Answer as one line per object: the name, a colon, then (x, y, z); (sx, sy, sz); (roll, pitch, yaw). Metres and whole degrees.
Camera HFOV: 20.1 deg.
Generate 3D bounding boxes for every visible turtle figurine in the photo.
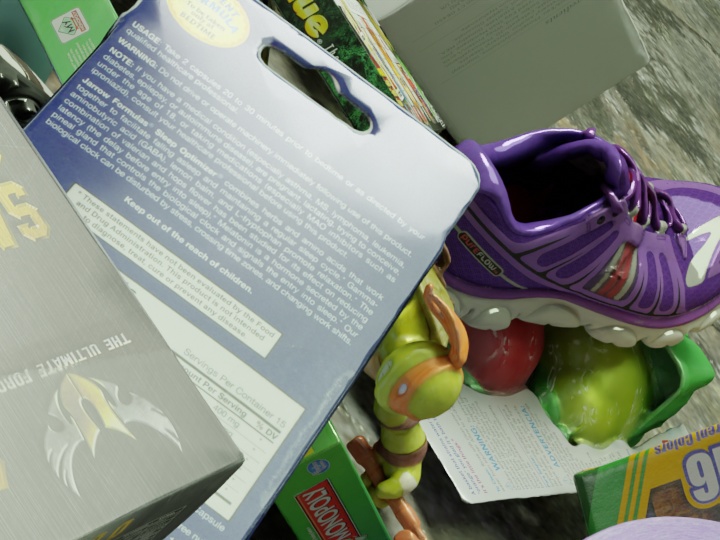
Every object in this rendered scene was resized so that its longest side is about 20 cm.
turtle figurine: (0.000, 0.000, 0.743); (0.161, 0.064, 0.200); (56, -13, 46)

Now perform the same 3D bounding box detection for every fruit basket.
fruit basket: (0.060, 0.026, 0.914); (0.200, 0.094, 0.186); (-3, 55, -46)

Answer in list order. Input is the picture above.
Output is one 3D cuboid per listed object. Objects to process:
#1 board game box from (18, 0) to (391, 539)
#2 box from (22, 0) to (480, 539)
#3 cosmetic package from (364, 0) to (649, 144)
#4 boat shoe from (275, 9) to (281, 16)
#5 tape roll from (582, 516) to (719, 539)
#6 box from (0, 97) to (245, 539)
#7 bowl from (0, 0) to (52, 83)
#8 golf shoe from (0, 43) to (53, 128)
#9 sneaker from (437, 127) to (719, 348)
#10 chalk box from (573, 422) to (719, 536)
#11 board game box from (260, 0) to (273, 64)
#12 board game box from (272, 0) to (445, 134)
board game box: (-0.050, 0.004, 0.695); (0.200, 0.029, 0.135); (61, -2, 26)
box: (-0.058, 0.008, 0.577); (0.121, 0.032, 0.200); (37, 56, -1)
cosmetic package: (0.042, -0.194, 1.101); (0.200, 0.123, 0.200); (61, 8, 26)
boat shoe: (-0.082, -0.216, 1.009); (0.202, 0.075, 0.075); (49, 21, -5)
tape roll: (0.120, 0.182, 0.667); (0.199, 0.066, 0.201); (19, 45, -19)
box: (-0.143, 0.020, 0.452); (0.200, 0.048, 0.159); (-21, 71, -49)
bowl: (-0.158, -0.158, 0.719); (0.201, 0.105, 0.201); (41, 23, -21)
golf shoe: (-0.162, -0.074, 0.610); (0.200, 0.078, 0.095); (30, 29, -45)
sneaker: (0.102, -0.019, 0.852); (0.200, 0.083, 0.081); (-1, 53, -41)
chalk box: (0.187, 0.165, 0.827); (0.124, 0.124, 0.201); (21, 52, -55)
board game box: (-0.064, -0.172, 0.842); (0.135, 0.029, 0.201); (-88, 173, -53)
board game box: (-0.005, -0.095, 0.832); (0.105, 0.023, 0.200); (55, 7, -1)
